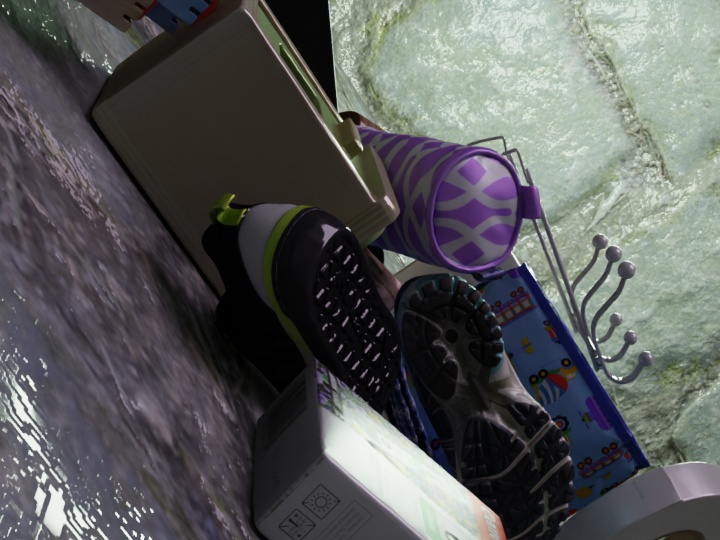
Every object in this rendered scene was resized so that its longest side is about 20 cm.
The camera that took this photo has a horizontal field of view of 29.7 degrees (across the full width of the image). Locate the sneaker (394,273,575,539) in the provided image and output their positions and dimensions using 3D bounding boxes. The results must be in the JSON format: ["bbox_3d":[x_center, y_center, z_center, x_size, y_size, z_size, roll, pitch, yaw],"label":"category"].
[{"bbox_3d":[0.078,0.089,0.887,0.086,0.077,0.202,-137,-154,-76],"label":"sneaker"}]

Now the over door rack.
[{"bbox_3d":[0.160,-0.021,1.053,0.201,0.066,0.148,57,6,-7],"label":"over door rack"}]

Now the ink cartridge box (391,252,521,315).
[{"bbox_3d":[0.116,0.087,1.193,0.200,0.144,0.148,51,8,-44],"label":"ink cartridge box"}]

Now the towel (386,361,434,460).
[{"bbox_3d":[0.025,0.077,0.905,0.145,0.024,0.202,-113,-175,-57],"label":"towel"}]

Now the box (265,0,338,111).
[{"bbox_3d":[-0.071,-0.243,1.278,0.142,0.078,0.202,-114,-163,-61],"label":"box"}]

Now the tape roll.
[{"bbox_3d":[0.238,0.239,1.157,0.203,0.201,0.037,48,11,-52],"label":"tape roll"}]

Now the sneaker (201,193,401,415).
[{"bbox_3d":[-0.033,0.026,0.725,0.082,0.072,0.201,17,-35,24],"label":"sneaker"}]

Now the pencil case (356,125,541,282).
[{"bbox_3d":[0.032,-0.054,0.907,0.199,0.085,0.085,22,-55,57],"label":"pencil case"}]

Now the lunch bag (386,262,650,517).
[{"bbox_3d":[0.100,0.094,1.031,0.201,0.150,0.094,61,8,27],"label":"lunch bag"}]

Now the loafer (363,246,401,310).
[{"bbox_3d":[0.000,0.000,1.100,0.072,0.062,0.200,55,8,-20],"label":"loafer"}]

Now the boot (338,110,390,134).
[{"bbox_3d":[0.006,-0.073,1.117,0.155,0.077,0.199,38,-16,-29],"label":"boot"}]

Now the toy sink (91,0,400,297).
[{"bbox_3d":[-0.050,-0.056,0.799,0.201,0.111,0.131,56,8,-17],"label":"toy sink"}]

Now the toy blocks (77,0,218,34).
[{"bbox_3d":[-0.133,-0.191,0.745,0.136,0.100,0.201,32,22,-41],"label":"toy blocks"}]

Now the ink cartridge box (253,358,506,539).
[{"bbox_3d":[0.036,0.139,0.649,0.200,0.050,0.109,42,12,-15],"label":"ink cartridge box"}]
